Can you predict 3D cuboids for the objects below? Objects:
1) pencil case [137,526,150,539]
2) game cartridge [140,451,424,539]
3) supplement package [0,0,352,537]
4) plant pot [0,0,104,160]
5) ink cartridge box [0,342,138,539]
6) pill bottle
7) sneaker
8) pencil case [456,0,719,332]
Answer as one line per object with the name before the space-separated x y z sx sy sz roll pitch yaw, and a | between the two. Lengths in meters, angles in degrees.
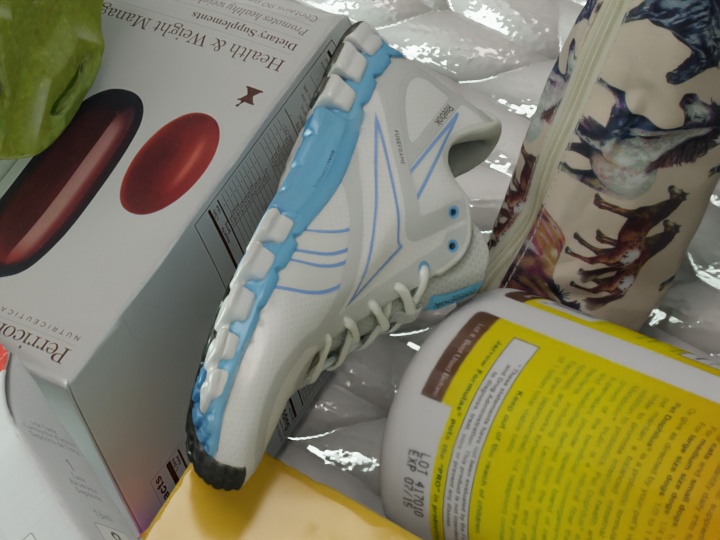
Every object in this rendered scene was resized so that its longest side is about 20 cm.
pencil case | -0.106 0.175 1.060 0.200 0.088 0.088 -42 52 -17
game cartridge | -0.011 0.175 1.007 0.200 0.032 0.176 29 67 10
supplement package | -0.116 -0.010 1.173 0.191 0.147 0.200 17 58 29
plant pot | -0.196 -0.123 1.086 0.184 0.201 0.201 14 57 15
ink cartridge box | -0.174 0.098 1.012 0.161 0.050 0.200 -44 58 10
pill bottle | 0.113 0.085 1.045 0.200 0.109 0.109 21 61 31
sneaker | 0.000 0.000 1.047 0.087 0.075 0.200 25 59 -2
pencil case | 0.104 -0.061 1.116 0.089 0.200 0.078 4 32 -29
